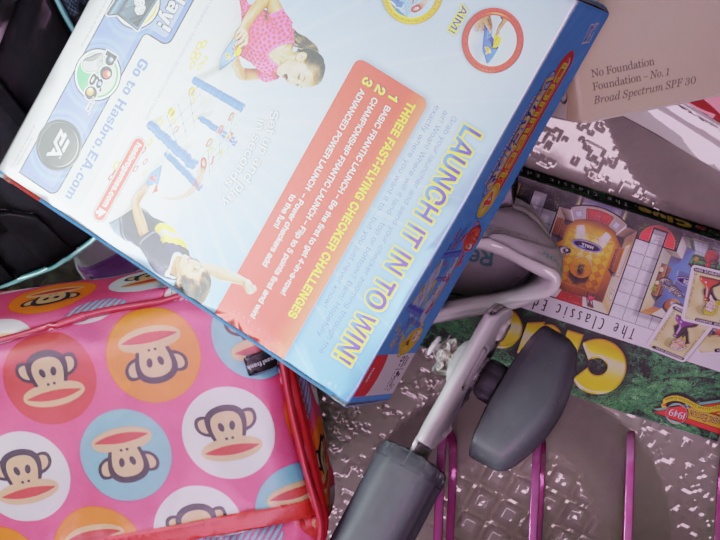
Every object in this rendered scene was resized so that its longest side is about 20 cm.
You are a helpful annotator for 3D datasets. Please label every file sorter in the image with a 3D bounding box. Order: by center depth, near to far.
[{"bbox_3d":[0.132,0.145,1.368,0.199,0.139,0.126,3,84,5],"label":"file sorter"}]

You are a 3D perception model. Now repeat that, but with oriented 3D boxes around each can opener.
[{"bbox_3d":[0.029,0.105,1.291,0.066,0.053,0.201,32,86,14],"label":"can opener"}]

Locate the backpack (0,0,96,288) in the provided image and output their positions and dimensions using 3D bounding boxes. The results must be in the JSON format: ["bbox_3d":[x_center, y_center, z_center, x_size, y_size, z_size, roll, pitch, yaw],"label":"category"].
[{"bbox_3d":[-0.191,-0.097,1.316,0.175,0.153,0.201,-25,106,13],"label":"backpack"}]

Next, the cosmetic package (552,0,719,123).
[{"bbox_3d":[0.114,-0.175,1.226,0.103,0.073,0.201,-14,105,-21],"label":"cosmetic package"}]

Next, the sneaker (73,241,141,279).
[{"bbox_3d":[-0.083,0.045,1.378,0.072,0.114,0.201,-34,102,16],"label":"sneaker"}]

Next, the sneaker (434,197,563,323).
[{"bbox_3d":[0.000,0.000,1.324,0.199,0.089,0.076,-7,108,-7],"label":"sneaker"}]

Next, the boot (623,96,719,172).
[{"bbox_3d":[0.141,-0.147,1.322,0.199,0.072,0.145,28,99,-1],"label":"boot"}]

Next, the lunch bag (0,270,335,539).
[{"bbox_3d":[-0.114,0.092,1.299,0.199,0.082,0.177,-11,106,8],"label":"lunch bag"}]

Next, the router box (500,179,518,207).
[{"bbox_3d":[-0.015,-0.123,1.276,0.156,0.052,0.201,-6,101,7],"label":"router box"}]

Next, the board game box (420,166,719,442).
[{"bbox_3d":[0.105,0.009,1.397,0.199,0.023,0.105,17,112,-1],"label":"board game box"}]

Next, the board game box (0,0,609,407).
[{"bbox_3d":[-0.027,-0.077,1.197,0.195,0.056,0.201,33,100,16],"label":"board game box"}]
